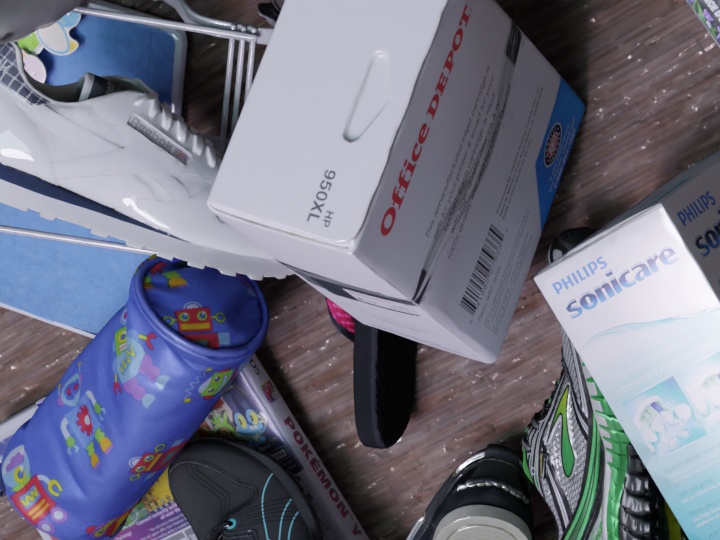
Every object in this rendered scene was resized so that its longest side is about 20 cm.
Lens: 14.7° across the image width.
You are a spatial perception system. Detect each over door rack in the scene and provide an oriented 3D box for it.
[{"bbox_3d":[-0.143,-0.082,1.499,0.199,0.067,0.149,4,114,-7],"label":"over door rack"}]

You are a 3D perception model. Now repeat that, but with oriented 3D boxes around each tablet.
[{"bbox_3d":[-0.159,-0.058,1.582,0.129,0.014,0.201,17,115,25],"label":"tablet"}]

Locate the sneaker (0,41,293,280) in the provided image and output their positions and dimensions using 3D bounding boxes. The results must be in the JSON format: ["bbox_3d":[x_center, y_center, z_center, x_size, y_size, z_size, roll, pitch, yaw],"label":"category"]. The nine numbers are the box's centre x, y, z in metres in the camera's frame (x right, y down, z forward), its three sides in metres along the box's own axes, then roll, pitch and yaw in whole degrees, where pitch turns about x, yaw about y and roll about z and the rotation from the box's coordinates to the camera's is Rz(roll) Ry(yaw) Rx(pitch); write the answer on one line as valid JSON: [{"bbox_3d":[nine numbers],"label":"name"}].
[{"bbox_3d":[-0.108,-0.054,1.442,0.199,0.076,0.081,18,95,-17],"label":"sneaker"}]

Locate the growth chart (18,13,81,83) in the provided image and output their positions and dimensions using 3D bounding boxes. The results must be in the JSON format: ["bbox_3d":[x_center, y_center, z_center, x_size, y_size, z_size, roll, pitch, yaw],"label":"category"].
[{"bbox_3d":[-0.207,-0.178,1.553,0.144,0.018,0.201,33,114,19],"label":"growth chart"}]

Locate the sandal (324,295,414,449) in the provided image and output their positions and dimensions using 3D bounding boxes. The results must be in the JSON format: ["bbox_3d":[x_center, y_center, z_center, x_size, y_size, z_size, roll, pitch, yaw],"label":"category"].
[{"bbox_3d":[0.000,0.000,1.472,0.045,0.075,0.201,11,116,23],"label":"sandal"}]

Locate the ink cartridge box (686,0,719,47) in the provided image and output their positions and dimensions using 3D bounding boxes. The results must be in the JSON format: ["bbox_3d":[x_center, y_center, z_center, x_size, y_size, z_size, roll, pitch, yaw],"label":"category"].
[{"bbox_3d":[0.247,-0.171,1.240,0.200,0.109,0.050,-39,86,35],"label":"ink cartridge box"}]

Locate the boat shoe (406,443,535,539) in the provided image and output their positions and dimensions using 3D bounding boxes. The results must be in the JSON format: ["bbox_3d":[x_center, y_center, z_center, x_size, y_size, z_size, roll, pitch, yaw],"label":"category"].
[{"bbox_3d":[0.049,0.178,1.521,0.071,0.068,0.201,13,132,-10],"label":"boat shoe"}]

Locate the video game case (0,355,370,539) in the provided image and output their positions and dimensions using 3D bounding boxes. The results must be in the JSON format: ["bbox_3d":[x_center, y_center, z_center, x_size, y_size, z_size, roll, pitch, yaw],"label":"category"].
[{"bbox_3d":[-0.104,0.134,1.607,0.199,0.023,0.183,-28,97,36],"label":"video game case"}]

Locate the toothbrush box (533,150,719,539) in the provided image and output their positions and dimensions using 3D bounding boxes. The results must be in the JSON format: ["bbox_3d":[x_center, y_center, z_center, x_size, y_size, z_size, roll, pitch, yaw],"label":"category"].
[{"bbox_3d":[0.191,0.049,1.333,0.085,0.146,0.201,-32,89,34],"label":"toothbrush box"}]

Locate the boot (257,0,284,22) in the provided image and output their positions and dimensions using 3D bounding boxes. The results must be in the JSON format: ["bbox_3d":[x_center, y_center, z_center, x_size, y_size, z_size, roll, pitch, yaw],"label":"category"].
[{"bbox_3d":[-0.054,-0.182,1.382,0.069,0.200,0.174,-42,70,0],"label":"boot"}]

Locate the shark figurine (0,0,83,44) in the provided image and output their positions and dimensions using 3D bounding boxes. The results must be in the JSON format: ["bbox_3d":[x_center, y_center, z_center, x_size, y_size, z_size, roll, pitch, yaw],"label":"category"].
[{"bbox_3d":[-0.157,-0.215,1.443,0.127,0.215,0.090,-9,140,-4],"label":"shark figurine"}]

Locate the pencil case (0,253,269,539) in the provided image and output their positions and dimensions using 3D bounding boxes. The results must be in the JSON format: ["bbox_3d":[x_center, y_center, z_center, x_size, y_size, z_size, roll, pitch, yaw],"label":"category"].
[{"bbox_3d":[-0.126,0.068,1.521,0.087,0.078,0.200,58,133,21],"label":"pencil case"}]

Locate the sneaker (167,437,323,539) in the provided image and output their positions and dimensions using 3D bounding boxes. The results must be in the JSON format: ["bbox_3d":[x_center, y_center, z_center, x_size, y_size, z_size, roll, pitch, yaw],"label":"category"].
[{"bbox_3d":[-0.051,0.169,1.505,0.200,0.079,0.076,47,137,29],"label":"sneaker"}]

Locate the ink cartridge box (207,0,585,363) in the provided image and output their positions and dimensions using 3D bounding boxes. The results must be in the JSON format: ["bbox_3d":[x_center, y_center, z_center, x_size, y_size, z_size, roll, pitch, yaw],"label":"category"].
[{"bbox_3d":[0.022,-0.056,1.335,0.084,0.200,0.145,16,80,25],"label":"ink cartridge box"}]

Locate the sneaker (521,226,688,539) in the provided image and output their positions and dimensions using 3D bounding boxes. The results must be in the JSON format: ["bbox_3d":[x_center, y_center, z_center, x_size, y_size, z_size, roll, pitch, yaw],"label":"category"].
[{"bbox_3d":[0.115,0.075,1.428,0.085,0.078,0.201,3,109,30],"label":"sneaker"}]
